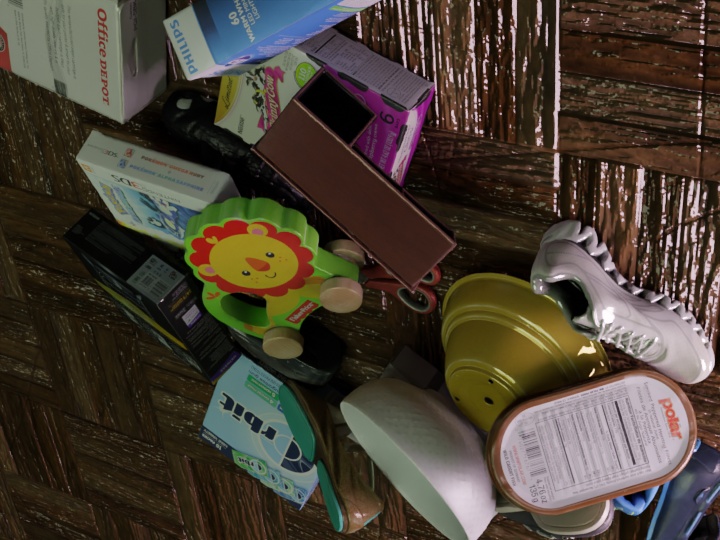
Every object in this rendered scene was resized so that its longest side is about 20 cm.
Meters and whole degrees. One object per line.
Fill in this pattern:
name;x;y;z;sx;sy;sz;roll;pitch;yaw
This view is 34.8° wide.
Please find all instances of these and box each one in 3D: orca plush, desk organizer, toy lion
orca plush;-0.141;-0.110;1.219;0.200;0.071;0.105;47;136;-5
desk organizer;0.006;-0.084;1.051;0.200;0.072;0.077;42;133;-4
toy lion;-0.104;0.001;1.207;0.190;0.069;0.200;23;141;-24

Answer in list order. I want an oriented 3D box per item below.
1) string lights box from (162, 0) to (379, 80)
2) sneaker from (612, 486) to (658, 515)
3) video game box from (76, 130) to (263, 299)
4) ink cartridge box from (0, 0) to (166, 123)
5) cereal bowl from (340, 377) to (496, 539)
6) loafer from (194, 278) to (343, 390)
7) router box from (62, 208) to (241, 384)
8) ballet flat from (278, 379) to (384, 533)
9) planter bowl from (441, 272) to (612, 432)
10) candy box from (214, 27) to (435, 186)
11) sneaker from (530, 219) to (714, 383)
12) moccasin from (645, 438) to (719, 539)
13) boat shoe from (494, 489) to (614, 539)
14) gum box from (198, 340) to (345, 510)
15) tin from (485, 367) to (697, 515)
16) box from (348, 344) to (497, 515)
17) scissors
string lights box;-0.060;-0.233;0.994;0.198;0.103;0.060;-23;93;22
sneaker;0.254;0.212;1.163;0.075;0.105;0.201;30;135;8
video game box;-0.199;-0.058;1.269;0.180;0.047;0.201;21;156;24
ink cartridge box;-0.303;-0.266;1.205;0.198;0.083;0.148;25;134;17
cereal bowl;0.073;0.188;1.209;0.200;0.083;0.201;46;165;16
loafer;-0.116;0.076;1.348;0.199;0.073;0.073;35;141;9
router box;-0.243;0.029;1.340;0.199;0.052;0.158;30;157;38
ballet flat;-0.028;0.204;1.309;0.068;0.071;0.201;102;147;-46
planter bowl;0.146;0.106;1.150;0.199;0.084;0.202;28;144;23
candy box;-0.039;-0.161;1.116;0.198;0.061;0.137;30;135;13
sneaker;0.238;0.044;1.066;0.199;0.081;0.075;38;134;2
moccasin;0.332;0.263;1.167;0.067;0.081;0.202;21;133;22
boat shoe;0.203;0.239;1.169;0.062;0.073;0.199;34;163;-20
gum box;-0.108;0.190;1.447;0.169;0.045;0.201;33;135;9
tin;0.215;0.160;1.066;0.197;0.042;0.114;-17;88;0
box;0.092;0.197;1.314;0.199;0.041;0.157;37;136;7
scissors;0.000;0.000;1.249;0.198;0.014;0.074;13;131;28
